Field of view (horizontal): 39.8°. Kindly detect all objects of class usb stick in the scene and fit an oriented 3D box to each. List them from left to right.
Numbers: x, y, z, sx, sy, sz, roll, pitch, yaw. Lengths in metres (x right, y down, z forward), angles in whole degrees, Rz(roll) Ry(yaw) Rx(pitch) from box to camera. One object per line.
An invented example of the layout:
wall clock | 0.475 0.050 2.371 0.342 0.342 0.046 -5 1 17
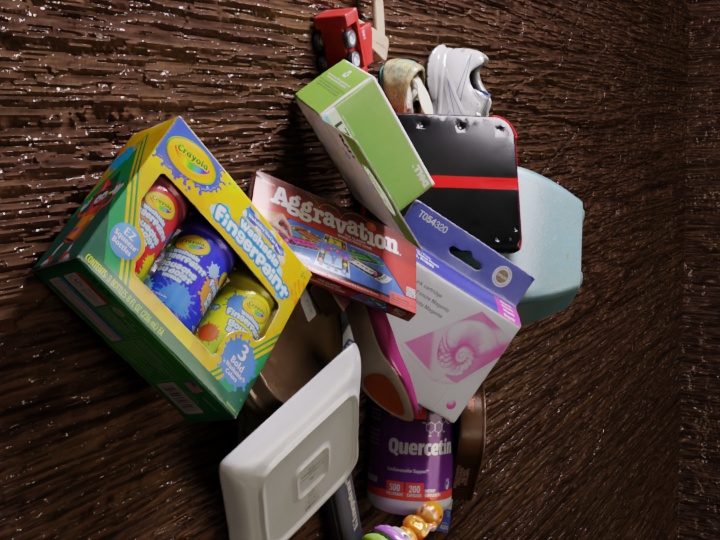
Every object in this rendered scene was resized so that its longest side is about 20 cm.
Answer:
usb stick | -0.023 0.290 1.208 0.055 0.032 0.204 -39 126 -52

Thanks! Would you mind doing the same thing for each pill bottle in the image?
pill bottle | 0.067 0.203 1.278 0.112 0.111 0.205 1 92 -60

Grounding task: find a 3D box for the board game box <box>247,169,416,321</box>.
board game box | -0.028 -0.025 1.035 0.197 0.019 0.104 22 46 -21

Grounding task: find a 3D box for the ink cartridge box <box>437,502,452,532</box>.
ink cartridge box | 0.104 0.266 1.425 0.119 0.041 0.204 31 63 -58

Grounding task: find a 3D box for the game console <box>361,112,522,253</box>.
game console | 0.099 -0.108 1.218 0.031 0.195 0.181 103 -12 -73

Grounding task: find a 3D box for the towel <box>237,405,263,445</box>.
towel | -0.084 0.146 1.078 0.148 0.036 0.205 -6 97 -60

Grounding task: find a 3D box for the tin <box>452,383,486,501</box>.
tin | 0.137 0.226 1.328 0.202 0.041 0.113 93 3 -48

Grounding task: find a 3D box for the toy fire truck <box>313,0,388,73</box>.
toy fire truck | 0.001 -0.272 1.178 0.141 0.048 0.204 -45 130 -50

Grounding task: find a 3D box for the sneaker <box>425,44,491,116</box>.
sneaker | 0.138 -0.212 1.392 0.074 0.086 0.204 -25 115 -59

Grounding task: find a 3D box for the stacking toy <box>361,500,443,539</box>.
stacking toy | 0.030 0.345 1.177 0.200 0.109 0.117 -42 130 -27

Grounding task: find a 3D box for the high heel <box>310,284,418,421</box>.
high heel | 0.025 0.065 1.094 0.096 0.067 0.202 -48 118 -41

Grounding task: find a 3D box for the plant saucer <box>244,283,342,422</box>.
plant saucer | -0.075 0.059 1.028 0.199 0.029 0.204 26 59 -52

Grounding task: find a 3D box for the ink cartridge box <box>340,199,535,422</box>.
ink cartridge box | 0.087 0.053 1.163 0.194 0.043 0.202 29 101 -23

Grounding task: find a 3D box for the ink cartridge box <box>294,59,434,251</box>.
ink cartridge box | 0.021 -0.125 1.054 0.075 0.200 0.149 -36 120 -5

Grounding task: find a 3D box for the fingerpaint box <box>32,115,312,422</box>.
fingerpaint box | -0.151 0.002 0.859 0.201 0.072 0.168 51 48 -29

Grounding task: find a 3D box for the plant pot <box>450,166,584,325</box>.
plant pot | 0.188 -0.025 1.311 0.196 0.195 0.201 79 16 -75

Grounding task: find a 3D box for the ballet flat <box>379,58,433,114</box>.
ballet flat | 0.068 -0.172 1.290 0.071 0.069 0.204 -35 123 -54

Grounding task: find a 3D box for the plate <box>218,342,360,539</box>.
plate | -0.059 0.202 1.028 0.199 0.032 0.202 -41 148 -34
